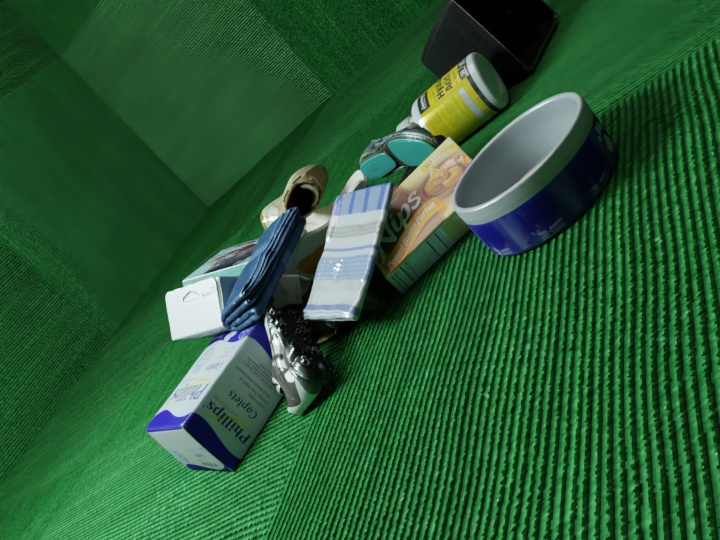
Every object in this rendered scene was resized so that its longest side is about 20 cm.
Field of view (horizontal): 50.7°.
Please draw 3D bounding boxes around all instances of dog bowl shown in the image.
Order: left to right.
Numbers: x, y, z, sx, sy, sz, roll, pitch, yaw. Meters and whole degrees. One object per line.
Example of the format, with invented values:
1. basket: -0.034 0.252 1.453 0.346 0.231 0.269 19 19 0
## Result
1. dog bowl: 0.209 -0.117 0.928 0.199 0.079 0.201 -41 17 15

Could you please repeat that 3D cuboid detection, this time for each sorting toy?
1. sorting toy: -0.041 -0.085 1.311 0.183 0.105 0.200 -60 7 14

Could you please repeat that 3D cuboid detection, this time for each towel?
1. towel: -0.155 -0.004 1.198 0.111 0.048 0.203 -34 27 50
2. towel: -0.019 -0.024 1.090 0.146 0.023 0.205 -4 67 58

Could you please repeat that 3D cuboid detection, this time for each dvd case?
1. dvd case: -0.220 -0.021 1.374 0.142 0.023 0.200 -15 13 17

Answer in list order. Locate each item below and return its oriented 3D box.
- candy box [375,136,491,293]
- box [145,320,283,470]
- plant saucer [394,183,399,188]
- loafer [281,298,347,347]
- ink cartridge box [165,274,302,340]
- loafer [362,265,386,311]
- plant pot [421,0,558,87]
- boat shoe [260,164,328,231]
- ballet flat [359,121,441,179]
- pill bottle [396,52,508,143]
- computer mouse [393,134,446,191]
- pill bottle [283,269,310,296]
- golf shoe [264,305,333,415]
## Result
1. candy box: 0.094 -0.080 1.089 0.200 0.055 0.116 -44 45 8
2. box: -0.215 0.198 1.189 0.183 0.105 0.202 -21 30 55
3. plant saucer: 0.069 -0.100 1.307 0.199 0.032 0.201 -41 19 16
4. loafer: -0.094 0.093 1.198 0.198 0.073 0.073 -34 24 39
5. ink cartridge box: -0.214 0.063 1.311 0.144 0.086 0.198 -16 -10 37
6. loafer: 0.000 0.000 1.163 0.073 0.062 0.202 -59 19 26
7. plant pot: 0.231 -0.447 1.463 0.177 0.198 0.202 -42 13 51
8. boat shoe: -0.100 -0.129 1.348 0.065 0.075 0.201 -16 28 38
9. ballet flat: 0.066 -0.198 1.192 0.198 0.074 0.075 -7 41 55
10. pill bottle: 0.162 -0.288 1.377 0.199 0.111 0.112 -36 19 31
11. computer mouse: 0.073 -0.123 1.224 0.203 0.046 0.140 -60 26 -5
12. pill bottle: -0.171 0.024 1.469 0.198 0.109 0.110 -32 21 37
13. golf shoe: -0.107 0.125 1.095 0.096 0.076 0.201 -65 27 18
